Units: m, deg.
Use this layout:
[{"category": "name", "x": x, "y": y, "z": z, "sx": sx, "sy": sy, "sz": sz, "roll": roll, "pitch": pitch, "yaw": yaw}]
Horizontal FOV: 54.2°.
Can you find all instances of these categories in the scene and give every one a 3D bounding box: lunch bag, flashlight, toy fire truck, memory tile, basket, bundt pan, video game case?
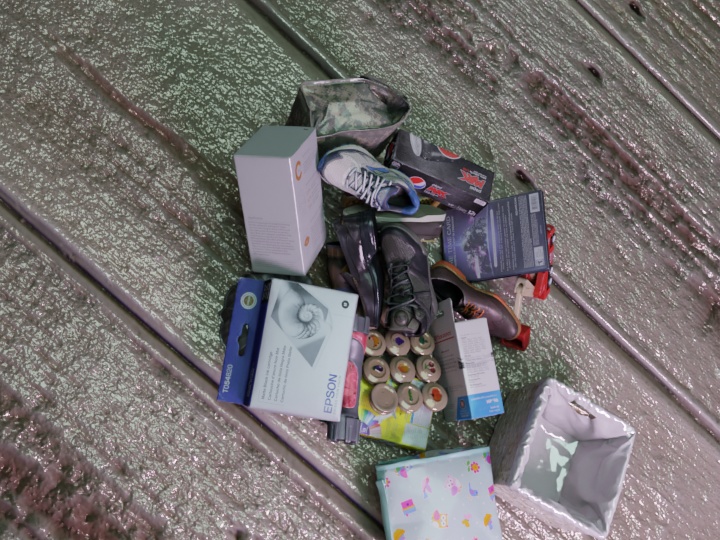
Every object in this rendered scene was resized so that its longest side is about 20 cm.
[{"category": "lunch bag", "x": 0.120, "y": 0.387, "z": 1.156, "sx": 0.195, "sy": 0.122, "sz": 0.175, "roll": -4, "pitch": 78, "yaw": -25}, {"category": "flashlight", "x": -0.024, "y": 0.173, "z": 1.140, "sx": 0.066, "sy": 0.068, "sz": 0.205, "roll": 9, "pitch": 74, "yaw": -9}, {"category": "lunch bag", "x": -0.022, "y": -0.256, "z": 1.242, "sx": 0.195, "sy": 0.164, "sz": 0.121, "roll": -10, "pitch": 77, "yaw": -20}, {"category": "toy fire truck", "x": 0.309, "y": 0.028, "z": 1.297, "sx": 0.048, "sy": 0.204, "sz": 0.141, "roll": 15, "pitch": 36, "yaw": 29}, {"category": "memory tile", "x": 0.069, "y": 0.148, "z": 1.215, "sx": 0.149, "sy": 0.017, "sz": 0.204, "roll": 3, "pitch": 59, "yaw": -23}, {"category": "basket", "x": 0.333, "y": 0.321, "z": 1.219, "sx": 0.195, "sy": 0.161, "sz": 0.203, "roll": 30, "pitch": 70, "yaw": -9}, {"category": "bundt pan", "x": -0.135, "y": 0.083, "z": 1.170, "sx": 0.196, "sy": 0.076, "sz": 0.208, "roll": 4, "pitch": 76, "yaw": -16}, {"category": "video game case", "x": 0.242, "y": -0.057, "z": 1.284, "sx": 0.019, "sy": 0.196, "sz": 0.147, "roll": 19, "pitch": 65, "yaw": -57}]

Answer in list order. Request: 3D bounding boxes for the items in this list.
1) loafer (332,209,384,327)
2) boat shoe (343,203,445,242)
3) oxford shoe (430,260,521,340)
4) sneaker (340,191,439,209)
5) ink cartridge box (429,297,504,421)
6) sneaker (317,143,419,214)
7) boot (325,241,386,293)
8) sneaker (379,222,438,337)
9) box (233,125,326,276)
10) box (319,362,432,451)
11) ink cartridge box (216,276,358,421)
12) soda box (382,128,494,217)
[{"category": "loafer", "x": 0.000, "y": 0.000, "z": 1.182, "sx": 0.070, "sy": 0.073, "sz": 0.205, "roll": -5, "pitch": 106, "yaw": 8}, {"category": "boat shoe", "x": 0.059, "y": -0.078, "z": 1.236, "sx": 0.196, "sy": 0.072, "sz": 0.062, "roll": -1, "pitch": 116, "yaw": -25}, {"category": "oxford shoe", "x": 0.198, "y": 0.066, "z": 1.261, "sx": 0.198, "sy": 0.072, "sz": 0.073, "roll": 34, "pitch": 27, "yaw": 6}, {"category": "sneaker", "x": 0.051, "y": -0.152, "z": 1.297, "sx": 0.195, "sy": 0.075, "sz": 0.092, "roll": -3, "pitch": 66, "yaw": -23}, {"category": "ink cartridge box", "x": 0.180, "y": 0.154, "z": 1.233, "sx": 0.066, "sy": 0.116, "sz": 0.206, "roll": -6, "pitch": 79, "yaw": -19}, {"category": "sneaker", "x": 0.022, "y": -0.144, "z": 1.160, "sx": 0.196, "sy": 0.078, "sz": 0.086, "roll": 14, "pitch": 27, "yaw": -33}, {"category": "boot", "x": 0.026, "y": -0.003, "z": 1.261, "sx": 0.195, "sy": 0.074, "sz": 0.100, "roll": -2, "pitch": 100, "yaw": -25}, {"category": "sneaker", "x": 0.074, "y": 0.026, "z": 1.172, "sx": 0.115, "sy": 0.074, "sz": 0.204, "roll": -59, "pitch": 138, "yaw": -55}, {"category": "box", "x": -0.124, "y": -0.113, "z": 1.131, "sx": 0.095, "sy": 0.204, "sz": 0.125, "roll": 5, "pitch": 32, "yaw": 15}, {"category": "box", "x": 0.027, "y": 0.228, "z": 1.203, "sx": 0.196, "sy": 0.048, "sz": 0.120, "roll": 19, "pitch": 72, "yaw": -15}, {"category": "ink cartridge box", "x": -0.112, "y": 0.118, "z": 1.094, "sx": 0.194, "sy": 0.041, "sz": 0.205, "roll": 9, "pitch": 79, "yaw": -3}, {"category": "soda box", "x": 0.138, "y": -0.173, "z": 1.261, "sx": 0.196, "sy": 0.063, "sz": 0.072, "roll": 22, "pitch": 63, "yaw": -12}]
